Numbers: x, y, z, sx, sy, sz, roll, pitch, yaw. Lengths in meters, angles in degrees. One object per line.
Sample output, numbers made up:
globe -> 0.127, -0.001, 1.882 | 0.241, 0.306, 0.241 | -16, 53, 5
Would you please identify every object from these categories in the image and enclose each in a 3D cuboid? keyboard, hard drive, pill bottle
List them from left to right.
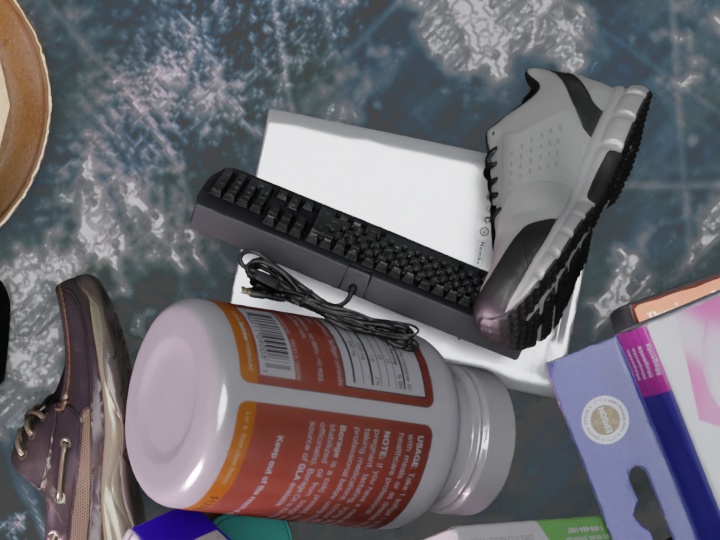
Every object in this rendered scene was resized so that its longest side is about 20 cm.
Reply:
pill bottle -> -0.019, 0.083, 1.237 | 0.199, 0.112, 0.113 | 10, 86, -31
keyboard -> 0.000, 0.000, 1.252 | 0.199, 0.127, 0.021 | 21, 119, 0
hard drive -> 0.031, -0.010, 1.323 | 0.199, 0.027, 0.133 | 12, 87, 0

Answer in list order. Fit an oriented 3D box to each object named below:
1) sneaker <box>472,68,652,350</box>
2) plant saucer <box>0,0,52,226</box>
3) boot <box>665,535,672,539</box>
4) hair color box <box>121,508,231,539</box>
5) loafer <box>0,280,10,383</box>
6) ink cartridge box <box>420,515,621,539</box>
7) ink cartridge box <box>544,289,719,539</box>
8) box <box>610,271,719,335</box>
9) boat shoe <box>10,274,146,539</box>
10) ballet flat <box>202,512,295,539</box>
sneaker -> 0.097, -0.036, 1.264 | 0.080, 0.074, 0.200 | 20, 49, 11
plant saucer -> -0.278, -0.095, 1.322 | 0.199, 0.035, 0.202 | 0, 87, -1
boot -> 0.182, 0.252, 1.284 | 0.096, 0.075, 0.201 | 16, 103, -9
hair color box -> -0.115, 0.240, 1.235 | 0.109, 0.065, 0.201 | 39, 118, 20
loafer -> -0.251, 0.100, 1.298 | 0.072, 0.073, 0.201 | 4, 77, 9
ink cartridge box -> 0.091, 0.239, 1.192 | 0.084, 0.145, 0.201 | -27, 70, 38
ink cartridge box -> 0.227, 0.103, 1.212 | 0.199, 0.043, 0.197 | -22, 88, -3
box -> 0.235, 0.096, 1.281 | 0.124, 0.097, 0.201 | -19, 86, -1
boat shoe -> -0.165, 0.103, 1.292 | 0.073, 0.075, 0.201 | -6, 85, -1
ballet flat -> -0.077, 0.136, 1.294 | 0.070, 0.065, 0.201 | 5, 76, -30
